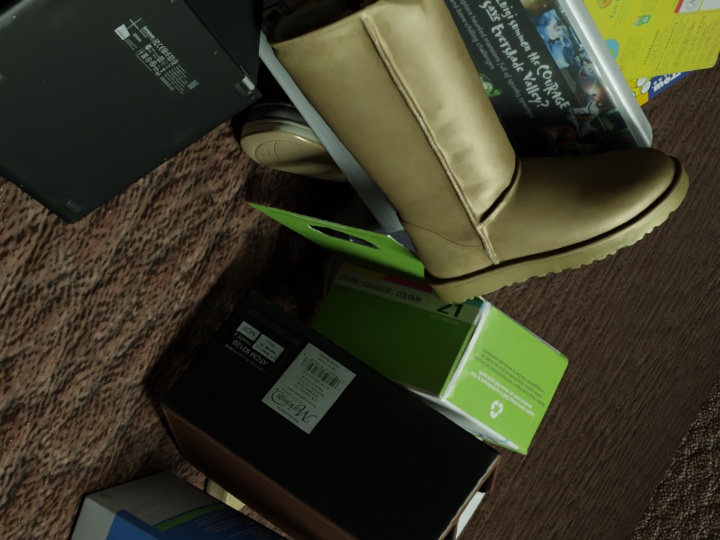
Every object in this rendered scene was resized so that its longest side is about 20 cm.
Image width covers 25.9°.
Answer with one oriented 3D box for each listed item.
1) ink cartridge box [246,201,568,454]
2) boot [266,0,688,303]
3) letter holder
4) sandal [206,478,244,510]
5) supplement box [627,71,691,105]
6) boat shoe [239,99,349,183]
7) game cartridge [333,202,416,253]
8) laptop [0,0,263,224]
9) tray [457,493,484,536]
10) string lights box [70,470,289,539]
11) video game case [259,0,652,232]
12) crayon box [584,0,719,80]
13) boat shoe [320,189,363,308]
[{"bbox_3d":[0.018,0.037,1.042,0.200,0.148,0.076,33,79,-41],"label":"ink cartridge box"},{"bbox_3d":[0.070,-0.086,0.876,0.200,0.175,0.066,58,15,-29],"label":"boot"},{"bbox_3d":[-0.019,0.129,1.056,0.101,0.200,0.142,-52,164,-20],"label":"letter holder"},{"bbox_3d":[-0.029,0.118,1.220,0.212,0.070,0.078,-49,154,-34],"label":"sandal"},{"bbox_3d":[0.185,-0.225,1.201,0.109,0.110,0.200,-33,144,-10],"label":"supplement box"},{"bbox_3d":[-0.010,-0.095,1.041,0.200,0.072,0.065,9,82,-55],"label":"boat shoe"},{"bbox_3d":[0.097,-0.041,1.068,0.130,0.200,0.038,17,60,-48],"label":"game cartridge"},{"bbox_3d":[-0.128,-0.149,0.787,0.200,0.116,0.187,-34,156,3],"label":"laptop"},{"bbox_3d":[0.098,0.236,1.701,0.107,0.022,0.200,-52,156,-25],"label":"tray"},{"bbox_3d":[-0.082,0.207,1.023,0.103,0.200,0.059,-6,120,-64],"label":"string lights box"},{"bbox_3d":[0.047,-0.119,0.910,0.200,0.182,0.023,53,31,-35],"label":"video game case"},{"bbox_3d":[0.188,-0.196,1.096,0.200,0.051,0.127,-12,136,-36],"label":"crayon box"},{"bbox_3d":[0.000,0.000,1.164,0.074,0.065,0.200,10,93,-40],"label":"boat shoe"}]
